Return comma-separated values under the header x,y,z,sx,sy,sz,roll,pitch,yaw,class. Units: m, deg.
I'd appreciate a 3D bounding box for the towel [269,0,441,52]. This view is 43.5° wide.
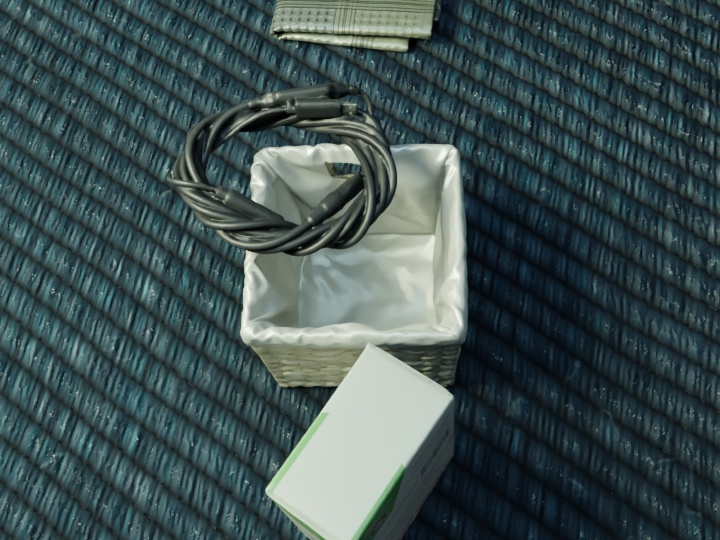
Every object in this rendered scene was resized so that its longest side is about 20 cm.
x,y,z,sx,sy,sz,roll,pitch,yaw,class
0.003,-0.352,1.101,0.200,0.035,0.193,4,63,9,towel

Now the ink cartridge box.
x,y,z,sx,sy,sz,roll,pitch,yaw,class
0.009,0.171,0.769,0.087,0.200,0.145,30,72,20,ink cartridge box

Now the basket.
x,y,z,sx,sy,sz,roll,pitch,yaw,class
0.000,0.000,0.867,0.198,0.161,0.200,-1,66,4,basket

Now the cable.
x,y,z,sx,sy,sz,roll,pitch,yaw,class
-0.071,-0.085,0.804,0.200,0.051,0.163,-9,70,-4,cable
